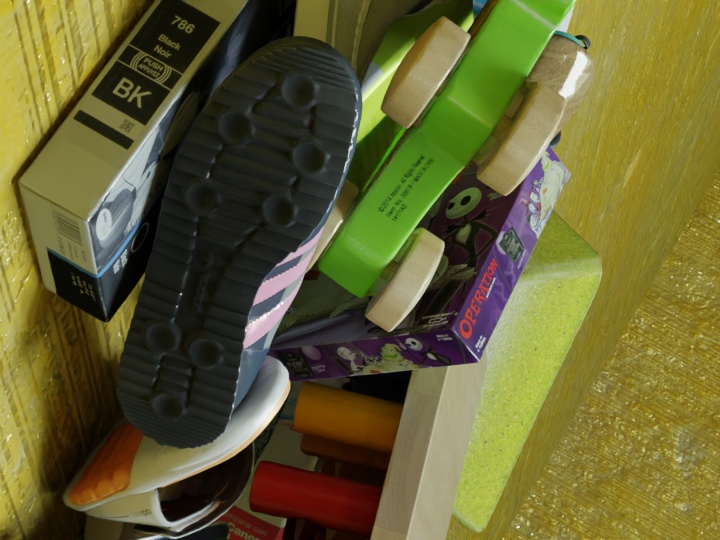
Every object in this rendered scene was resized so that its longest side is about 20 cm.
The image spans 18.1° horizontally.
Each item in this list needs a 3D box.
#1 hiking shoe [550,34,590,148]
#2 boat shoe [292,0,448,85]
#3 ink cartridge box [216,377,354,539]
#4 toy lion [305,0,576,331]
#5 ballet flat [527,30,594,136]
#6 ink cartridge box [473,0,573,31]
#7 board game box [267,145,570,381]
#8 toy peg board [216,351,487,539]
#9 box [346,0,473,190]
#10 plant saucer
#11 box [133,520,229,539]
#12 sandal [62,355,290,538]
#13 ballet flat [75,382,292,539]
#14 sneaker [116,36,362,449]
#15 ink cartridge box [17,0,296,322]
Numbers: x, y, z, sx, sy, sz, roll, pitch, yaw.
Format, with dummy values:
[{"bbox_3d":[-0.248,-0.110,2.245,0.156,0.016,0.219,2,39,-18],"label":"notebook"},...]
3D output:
[{"bbox_3d":[0.082,-0.086,1.461,0.075,0.086,0.201,-52,165,-38],"label":"hiking shoe"},{"bbox_3d":[0.019,-0.152,0.977,0.070,0.071,0.202,88,15,-68],"label":"boat shoe"},{"bbox_3d":[-0.033,0.061,1.315,0.148,0.085,0.201,-38,154,-62],"label":"ink cartridge box"},{"bbox_3d":[0.058,-0.094,0.998,0.192,0.068,0.200,-59,-176,-37],"label":"toy lion"},{"bbox_3d":[0.037,-0.058,1.184,0.199,0.068,0.073,-21,-143,35],"label":"ballet flat"},{"bbox_3d":[0.072,-0.151,1.245,0.201,0.085,0.147,106,9,-50],"label":"ink cartridge box"},{"bbox_3d":[0.000,0.000,1.111,0.032,0.199,0.120,52,51,-27],"label":"board game box"},{"bbox_3d":[-0.006,0.109,1.177,0.200,0.097,0.201,72,31,-74],"label":"toy peg board"},{"bbox_3d":[-0.027,-0.058,1.082,0.200,0.048,0.122,-46,167,-7],"label":"box"},{"bbox_3d":[0.040,0.025,1.389,0.048,0.200,0.201,1,122,-38],"label":"plant saucer"},{"bbox_3d":[-0.146,0.200,1.153,0.120,0.032,0.201,-8,134,-38],"label":"box"},{"bbox_3d":[-0.078,0.094,1.079,0.079,0.059,0.206,-52,-165,-26],"label":"sandal"},{"bbox_3d":[-0.096,0.097,1.193,0.201,0.074,0.074,-65,168,-1],"label":"ballet flat"},{"bbox_3d":[-0.049,-0.023,0.959,0.201,0.070,0.082,-63,-179,31],"label":"sneaker"},{"bbox_3d":[-0.070,-0.082,0.958,0.201,0.039,0.100,-58,167,-21],"label":"ink cartridge box"}]
